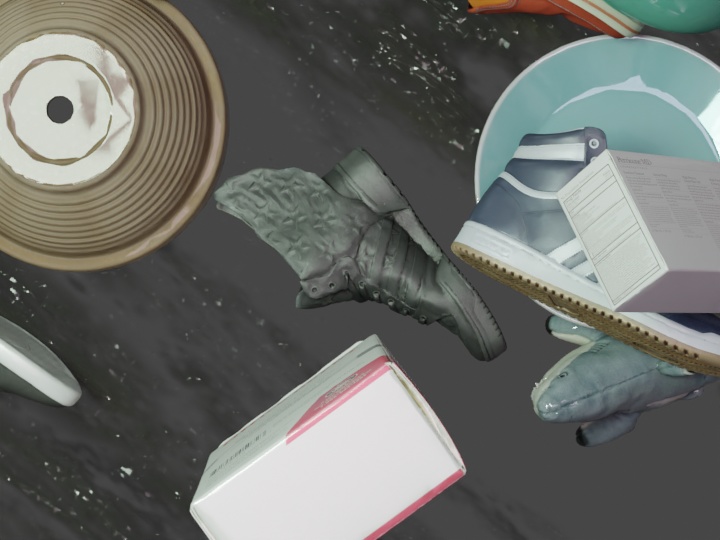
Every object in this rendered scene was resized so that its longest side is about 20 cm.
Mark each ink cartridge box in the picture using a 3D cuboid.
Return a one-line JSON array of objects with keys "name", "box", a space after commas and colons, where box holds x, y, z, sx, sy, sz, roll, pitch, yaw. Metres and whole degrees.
[{"name": "ink cartridge box", "box": [-0.020, 0.118, 1.100, 0.146, 0.200, 0.083, -36, 93, 0]}]

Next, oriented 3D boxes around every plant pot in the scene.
[{"name": "plant pot", "box": [-0.188, -0.099, 1.157, 0.199, 0.093, 0.203, 0, 90, 1]}]

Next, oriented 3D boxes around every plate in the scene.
[{"name": "plate", "box": [0.174, -0.057, 1.177, 0.199, 0.026, 0.202, 0, 79, 2]}]

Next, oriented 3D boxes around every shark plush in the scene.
[{"name": "shark plush", "box": [0.208, 0.068, 1.156, 0.198, 0.083, 0.092, -4, 89, 0]}]

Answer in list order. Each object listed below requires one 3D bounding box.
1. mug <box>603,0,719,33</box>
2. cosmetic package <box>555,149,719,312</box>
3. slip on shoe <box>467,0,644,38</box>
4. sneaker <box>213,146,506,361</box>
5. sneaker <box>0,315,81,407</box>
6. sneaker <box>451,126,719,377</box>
[{"name": "mug", "box": [0.188, -0.236, 1.129, 0.185, 0.152, 0.115, 42, 134, 7]}, {"name": "cosmetic package", "box": [0.209, -0.020, 1.061, 0.051, 0.199, 0.083, -40, 61, 37]}, {"name": "slip on shoe", "box": [0.094, -0.197, 1.175, 0.199, 0.074, 0.061, 21, 122, -4]}, {"name": "sneaker", "box": [0.000, 0.000, 1.173, 0.104, 0.060, 0.200, -37, 84, -1]}, {"name": "sneaker", "box": [-0.284, 0.066, 1.170, 0.199, 0.071, 0.100, 27, 91, 7]}, {"name": "sneaker", "box": [0.165, -0.017, 1.112, 0.199, 0.070, 0.109, 26, 81, 20]}]
